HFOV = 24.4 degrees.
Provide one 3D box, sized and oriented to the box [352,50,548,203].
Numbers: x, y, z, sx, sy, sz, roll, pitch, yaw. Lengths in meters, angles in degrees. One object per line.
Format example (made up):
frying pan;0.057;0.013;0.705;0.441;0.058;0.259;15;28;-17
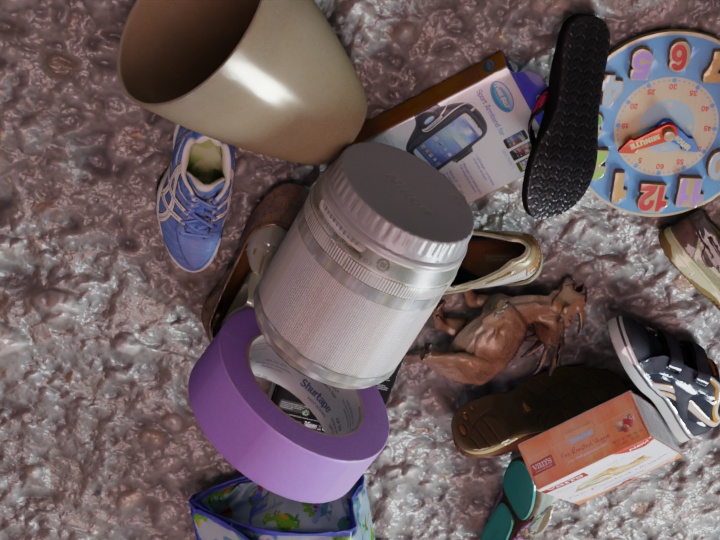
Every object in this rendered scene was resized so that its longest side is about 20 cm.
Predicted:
box;0.101;-0.129;1.649;0.199;0.042;0.120;-27;121;10

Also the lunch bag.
lunch bag;-0.087;0.320;1.882;0.198;0.128;0.171;0;126;11

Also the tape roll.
tape roll;-0.070;0.133;1.652;0.199;0.201;0.066;27;119;-20

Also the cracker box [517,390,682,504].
cracker box;0.262;0.195;1.794;0.133;0.058;0.200;-27;159;14

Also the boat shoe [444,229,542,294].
boat shoe;0.083;-0.011;1.682;0.198;0.076;0.068;-10;168;10

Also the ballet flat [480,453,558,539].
ballet flat;0.191;0.264;1.887;0.070;0.069;0.201;-12;143;-22

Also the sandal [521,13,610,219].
sandal;0.195;-0.147;1.608;0.074;0.045;0.202;12;91;-32

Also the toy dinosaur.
toy dinosaur;0.143;0.077;1.763;0.199;0.086;0.135;-36;126;24

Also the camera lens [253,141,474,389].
camera lens;0.000;0.000;1.590;0.159;0.161;0.201;21;123;-17

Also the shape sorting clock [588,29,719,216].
shape sorting clock;0.304;-0.143;1.654;0.197;0.039;0.202;-2;123;-3

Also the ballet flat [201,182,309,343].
ballet flat;-0.103;0.004;1.701;0.067;0.067;0.201;21;119;-15

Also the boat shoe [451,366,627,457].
boat shoe;0.195;0.159;1.833;0.198;0.073;0.068;-15;157;-4

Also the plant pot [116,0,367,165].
plant pot;-0.090;-0.183;1.531;0.187;0.188;0.200;-37;134;19

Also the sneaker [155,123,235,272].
sneaker;-0.163;-0.079;1.638;0.075;0.077;0.202;2;124;-8

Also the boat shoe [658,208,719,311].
boat shoe;0.399;0.010;1.741;0.200;0.072;0.066;38;119;-20

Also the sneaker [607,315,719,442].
sneaker;0.337;0.104;1.795;0.079;0.079;0.200;-27;132;19

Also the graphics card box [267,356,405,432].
graphics card box;-0.024;0.104;1.782;0.124;0.051;0.202;12;120;-11
